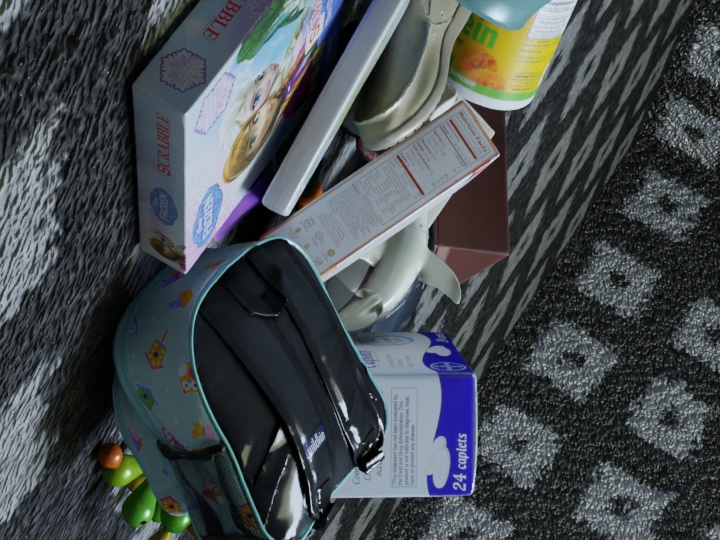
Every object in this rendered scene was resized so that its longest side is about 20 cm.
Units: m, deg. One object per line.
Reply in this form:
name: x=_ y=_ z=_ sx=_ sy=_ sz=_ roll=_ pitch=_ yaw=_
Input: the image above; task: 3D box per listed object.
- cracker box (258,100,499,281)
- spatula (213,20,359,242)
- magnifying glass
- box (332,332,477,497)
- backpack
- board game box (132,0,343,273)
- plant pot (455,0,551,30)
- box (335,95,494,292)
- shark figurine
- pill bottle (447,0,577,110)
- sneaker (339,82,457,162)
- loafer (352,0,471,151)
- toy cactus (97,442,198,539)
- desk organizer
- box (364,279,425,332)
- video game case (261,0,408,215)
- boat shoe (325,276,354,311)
cracker box: x=0.008 y=-0.051 z=1.426 sx=0.199 sy=0.058 sz=0.134 roll=-34 pitch=178 yaw=-11
spatula: x=-0.055 y=-0.107 z=1.341 sx=0.201 sy=0.020 sz=0.057 roll=-60 pitch=174 yaw=-6
magnifying glass: x=-0.048 y=-0.081 z=1.460 sx=0.080 sy=0.022 sz=0.200 roll=-58 pitch=167 yaw=-12
box: x=-0.011 y=0.119 z=1.494 sx=0.184 sy=0.198 sz=0.106 roll=-120 pitch=-150 yaw=-81
backpack: x=-0.090 y=0.080 z=1.277 sx=0.176 sy=0.152 sz=0.201 roll=-44 pitch=124 yaw=-41
board game box: x=-0.076 y=-0.125 z=1.145 sx=0.200 sy=0.041 sz=0.200 roll=-56 pitch=169 yaw=-26
plant pot: x=0.120 y=-0.289 z=1.279 sx=0.188 sy=0.200 sz=0.200 roll=-50 pitch=173 yaw=21
box: x=0.040 y=-0.078 z=1.664 sx=0.082 sy=0.068 sz=0.201 roll=-23 pitch=-154 yaw=55
shark figurine: x=-0.004 y=0.021 z=1.544 sx=0.214 sy=0.128 sz=0.089 roll=-41 pitch=-178 yaw=-21
pill bottle: x=0.146 y=-0.261 z=1.635 sx=0.111 sy=0.110 sz=0.201 roll=-44 pitch=161 yaw=-55
sneaker: x=0.018 y=-0.124 z=1.515 sx=0.085 sy=0.075 sz=0.200 roll=-50 pitch=168 yaw=25
loafer: x=0.034 y=-0.183 z=1.405 sx=0.075 sy=0.068 sz=0.201 roll=-18 pitch=-138 yaw=47
toy cactus: x=-0.142 y=0.135 z=1.426 sx=0.201 sy=0.101 sz=0.166 roll=83 pitch=27 yaw=-56
desk organizer: x=0.105 y=-0.079 z=1.783 sx=0.072 sy=0.076 sz=0.202 roll=106 pitch=-11 yaw=-53
box: x=0.033 y=0.013 z=1.988 sx=0.159 sy=0.051 sz=0.200 roll=-66 pitch=168 yaw=20
video game case: x=-0.013 y=-0.130 z=1.281 sx=0.201 sy=0.022 sz=0.182 roll=-61 pitch=-178 yaw=0
boat shoe: x=0.016 y=-0.022 z=1.766 sx=0.062 sy=0.074 sz=0.202 roll=30 pitch=78 yaw=-74
